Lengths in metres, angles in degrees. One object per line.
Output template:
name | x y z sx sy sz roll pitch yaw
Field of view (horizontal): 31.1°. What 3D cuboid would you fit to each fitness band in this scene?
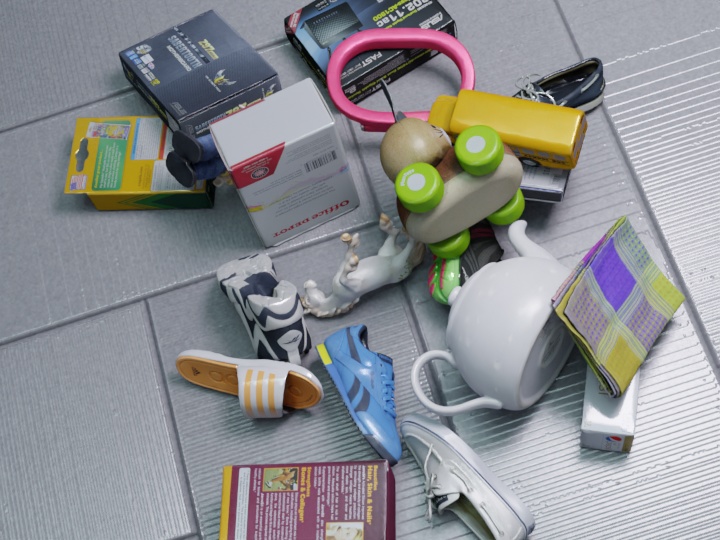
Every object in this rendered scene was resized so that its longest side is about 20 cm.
fitness band | 0.054 -0.256 1.739 0.200 0.037 0.144 0 71 1

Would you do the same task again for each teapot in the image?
teapot | 0.167 0.064 1.548 0.146 0.198 0.200 26 27 25

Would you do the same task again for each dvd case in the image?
dvd case | 0.175 -0.145 1.690 0.200 0.025 0.150 9 35 13

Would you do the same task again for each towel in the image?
towel | 0.303 0.040 1.509 0.144 0.023 0.200 55 51 -12

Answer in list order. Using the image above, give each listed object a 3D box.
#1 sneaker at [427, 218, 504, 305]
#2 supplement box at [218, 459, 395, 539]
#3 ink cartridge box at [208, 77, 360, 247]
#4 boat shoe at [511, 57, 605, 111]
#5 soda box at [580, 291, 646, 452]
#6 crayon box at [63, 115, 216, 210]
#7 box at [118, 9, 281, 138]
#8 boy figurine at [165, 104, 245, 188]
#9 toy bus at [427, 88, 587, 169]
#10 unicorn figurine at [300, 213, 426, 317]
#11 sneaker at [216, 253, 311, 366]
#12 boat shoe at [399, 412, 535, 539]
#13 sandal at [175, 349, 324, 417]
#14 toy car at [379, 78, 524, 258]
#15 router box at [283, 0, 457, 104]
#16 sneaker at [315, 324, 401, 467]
sneaker | 0.143 -0.033 1.667 0.084 0.077 0.200 26 59 -18
supplement box | -0.060 0.291 1.527 0.200 0.086 0.110 -3 64 8
ink cartridge box | -0.095 -0.134 1.670 0.146 0.200 0.083 -25 61 -4
boat shoe | 0.239 -0.225 1.717 0.200 0.062 0.075 -21 47 -12
soda box | 0.306 0.113 1.563 0.064 0.068 0.200 6 66 11
crayon box | -0.299 -0.150 1.791 0.200 0.052 0.126 0 65 8
box | -0.223 -0.272 1.799 0.158 0.051 0.200 -28 50 -17
boy figurine | -0.159 -0.170 1.723 0.064 0.124 0.200 40 40 27
toy bus | 0.181 -0.180 1.632 0.200 0.078 0.065 14 80 20
unicorn figurine | 0.000 0.000 1.645 0.200 0.137 0.074 -11 53 -12
sneaker | -0.120 0.063 1.653 0.079 0.130 0.199 -23 25 -23
boat shoe | 0.105 0.259 1.521 0.086 0.075 0.202 -37 71 -28
sandal | -0.145 0.151 1.609 0.207 0.079 0.059 7 46 21
toy car | 0.088 -0.145 1.574 0.158 0.164 0.200 -32 61 2
router box | 0.013 -0.337 1.823 0.200 0.062 0.150 -33 66 -7
sneaker | 0.015 0.146 1.580 0.078 0.066 0.200 -29 52 0
